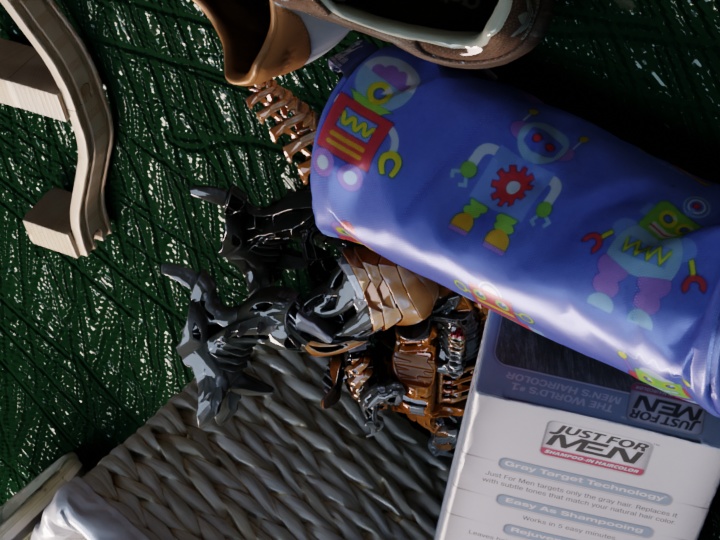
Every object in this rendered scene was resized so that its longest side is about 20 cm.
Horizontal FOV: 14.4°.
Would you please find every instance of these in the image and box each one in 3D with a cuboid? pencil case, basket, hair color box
[{"bbox_3d":[0.074,-0.019,1.035,0.200,0.087,0.078,26,170,30],"label":"pencil case"},{"bbox_3d":[-0.039,0.159,1.308,0.200,0.161,0.198,42,150,8],"label":"basket"},{"bbox_3d":[0.084,0.090,1.139,0.099,0.061,0.200,13,145,2],"label":"hair color box"}]

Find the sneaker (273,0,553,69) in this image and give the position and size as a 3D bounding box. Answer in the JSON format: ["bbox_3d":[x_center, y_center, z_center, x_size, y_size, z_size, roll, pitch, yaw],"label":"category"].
[{"bbox_3d":[-0.025,-0.126,0.988,0.199,0.071,0.076,19,-175,0],"label":"sneaker"}]

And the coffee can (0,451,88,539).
[{"bbox_3d":[-0.142,0.219,1.521,0.200,0.146,0.146,49,150,-4],"label":"coffee can"}]

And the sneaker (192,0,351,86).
[{"bbox_3d":[-0.069,-0.159,1.046,0.200,0.085,0.073,56,150,-14],"label":"sneaker"}]

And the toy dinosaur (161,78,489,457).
[{"bbox_3d":[0.000,0.000,1.164,0.135,0.102,0.201,-7,111,25],"label":"toy dinosaur"}]

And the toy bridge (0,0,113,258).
[{"bbox_3d":[-0.147,-0.087,1.282,0.067,0.027,0.201,18,140,35],"label":"toy bridge"}]
